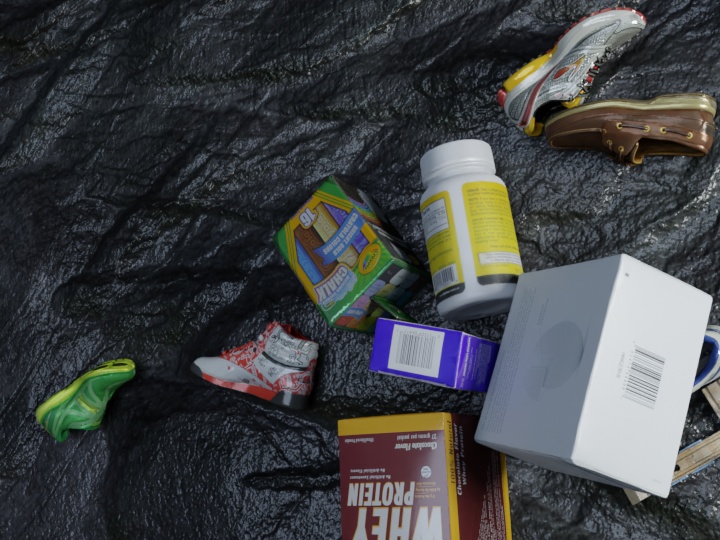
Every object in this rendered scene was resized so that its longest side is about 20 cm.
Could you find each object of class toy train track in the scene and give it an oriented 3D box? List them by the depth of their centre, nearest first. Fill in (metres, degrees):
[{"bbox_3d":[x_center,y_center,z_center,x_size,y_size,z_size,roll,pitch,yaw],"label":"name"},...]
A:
[{"bbox_3d":[0.372,0.196,0.890,0.199,0.032,0.116,-37,65,20],"label":"toy train track"}]

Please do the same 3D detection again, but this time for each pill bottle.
[{"bbox_3d":[0.135,-0.050,1.025,0.112,0.114,0.205,-15,73,26],"label":"pill bottle"}]

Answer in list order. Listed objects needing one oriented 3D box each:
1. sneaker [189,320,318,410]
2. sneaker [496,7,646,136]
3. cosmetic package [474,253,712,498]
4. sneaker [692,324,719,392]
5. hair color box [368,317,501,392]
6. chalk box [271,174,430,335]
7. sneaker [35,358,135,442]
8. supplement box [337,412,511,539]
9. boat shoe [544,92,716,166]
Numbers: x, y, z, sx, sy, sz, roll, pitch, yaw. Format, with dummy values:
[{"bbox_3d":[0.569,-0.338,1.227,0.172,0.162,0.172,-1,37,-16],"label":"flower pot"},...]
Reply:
[{"bbox_3d":[-0.149,0.122,1.181,0.197,0.067,0.111,13,86,27],"label":"sneaker"},{"bbox_3d":[0.267,-0.242,1.016,0.199,0.077,0.083,-38,68,28],"label":"sneaker"},{"bbox_3d":[0.236,0.108,0.862,0.199,0.121,0.204,-14,56,70],"label":"cosmetic package"},{"bbox_3d":[0.315,0.124,0.904,0.200,0.088,0.076,-44,66,19],"label":"sneaker"},{"bbox_3d":[0.102,0.104,0.963,0.107,0.199,0.067,8,86,29],"label":"hair color box"},{"bbox_3d":[0.000,0.000,1.085,0.124,0.124,0.202,-43,62,15],"label":"chalk box"},{"bbox_3d":[-0.432,0.208,1.332,0.198,0.074,0.085,-33,91,17],"label":"sneaker"},{"bbox_3d":[0.079,0.270,0.945,0.130,0.199,0.203,-9,76,27],"label":"supplement box"},{"bbox_3d":[0.313,-0.160,0.969,0.196,0.072,0.069,-1,78,27],"label":"boat shoe"}]
